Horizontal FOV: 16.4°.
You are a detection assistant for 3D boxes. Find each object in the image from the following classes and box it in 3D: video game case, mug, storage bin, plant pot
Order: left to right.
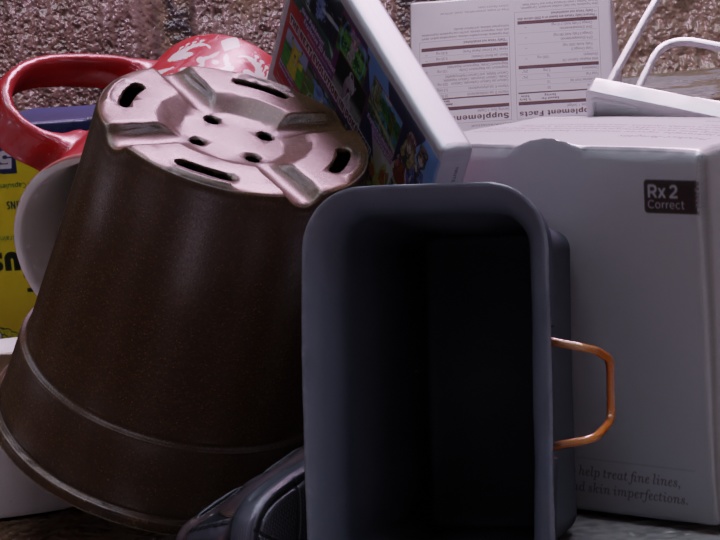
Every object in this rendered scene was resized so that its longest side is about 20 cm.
[{"bbox_3d":[-0.125,-0.077,1.561,0.133,0.178,0.200,-16,23,28],"label":"mug"},{"bbox_3d":[-0.088,0.008,1.367,0.199,0.199,0.200,12,28,-7],"label":"plant pot"},{"bbox_3d":[-0.005,-0.064,1.409,0.023,0.183,0.200,-7,46,-24],"label":"video game case"},{"bbox_3d":[0.061,0.057,1.251,0.145,0.201,0.134,-2,1,20],"label":"storage bin"}]

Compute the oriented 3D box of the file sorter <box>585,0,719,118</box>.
[{"bbox_3d":[0.226,-0.058,1.508,0.138,0.200,0.125,13,49,21],"label":"file sorter"}]

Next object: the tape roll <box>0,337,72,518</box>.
[{"bbox_3d":[-0.215,0.092,1.519,0.201,0.071,0.202,-5,9,1],"label":"tape roll"}]

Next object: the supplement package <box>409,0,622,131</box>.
[{"bbox_3d":[0.119,-0.080,1.836,0.150,0.201,0.152,-3,-19,8],"label":"supplement package"}]

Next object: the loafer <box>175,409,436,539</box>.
[{"bbox_3d":[-0.019,0.113,1.308,0.063,0.072,0.200,-3,12,36],"label":"loafer"}]

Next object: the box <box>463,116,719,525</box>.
[{"bbox_3d":[0.144,0.020,1.368,0.198,0.201,0.130,4,12,41],"label":"box"}]

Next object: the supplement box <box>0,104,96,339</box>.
[{"bbox_3d":[-0.186,-0.010,1.710,0.108,0.201,0.109,-3,10,21],"label":"supplement box"}]
